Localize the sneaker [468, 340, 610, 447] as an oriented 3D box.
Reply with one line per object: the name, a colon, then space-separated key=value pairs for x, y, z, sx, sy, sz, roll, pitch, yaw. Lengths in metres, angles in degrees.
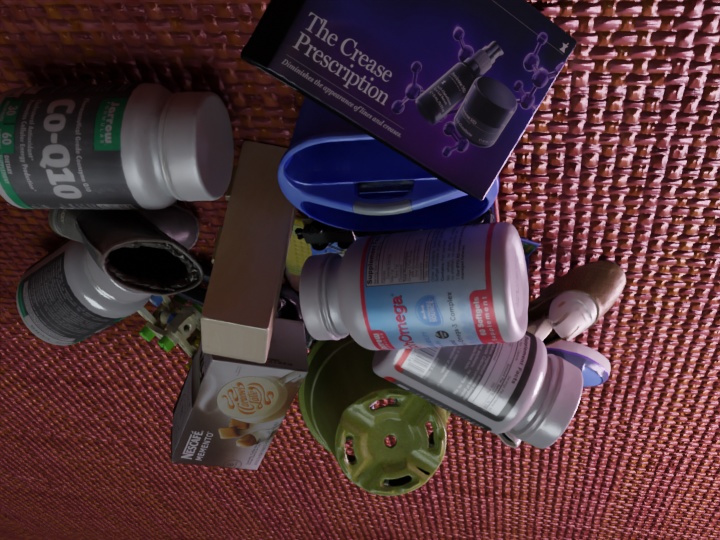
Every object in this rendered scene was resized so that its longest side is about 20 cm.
sneaker: x=0.218 y=0.161 z=1.182 sx=0.199 sy=0.147 sz=0.081 roll=15 pitch=149 yaw=-9

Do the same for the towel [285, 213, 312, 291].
towel: x=0.000 y=0.000 z=1.050 sx=0.199 sy=0.023 sz=0.144 roll=15 pitch=146 yaw=13

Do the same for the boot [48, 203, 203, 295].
boot: x=-0.205 y=-0.028 z=0.935 sx=0.181 sy=0.073 sz=0.200 roll=1 pitch=-171 yaw=-38

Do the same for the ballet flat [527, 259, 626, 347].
ballet flat: x=0.207 y=0.059 z=1.050 sx=0.200 sy=0.072 sz=0.068 roll=-31 pitch=103 yaw=34

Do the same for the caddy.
caddy: x=0.025 y=-0.094 z=0.843 sx=0.199 sy=0.105 sz=0.142 roll=-2 pitch=149 yaw=17

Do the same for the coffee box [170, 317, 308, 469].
coffee box: x=-0.148 y=0.145 z=1.112 sx=0.114 sy=0.080 sz=0.200 roll=11 pitch=132 yaw=-20

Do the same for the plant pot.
plant pot: x=0.027 y=0.169 z=1.093 sx=0.199 sy=0.201 sz=0.190 roll=13 pitch=-170 yaw=-7

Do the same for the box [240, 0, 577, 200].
box: x=0.037 y=-0.162 z=0.685 sx=0.199 sy=0.142 sz=0.079 roll=27 pitch=-175 yaw=-28

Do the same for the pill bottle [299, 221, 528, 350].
pill bottle: x=0.050 y=0.018 z=0.874 sx=0.199 sy=0.109 sz=0.109 roll=-6 pitch=147 yaw=20

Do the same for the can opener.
can opener: x=-0.157 y=0.031 z=1.131 sx=0.199 sy=0.064 sz=0.079 roll=16 pitch=179 yaw=-1

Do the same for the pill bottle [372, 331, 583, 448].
pill bottle: x=0.123 y=0.100 z=0.988 sx=0.199 sy=0.114 sz=0.114 roll=28 pitch=147 yaw=-7

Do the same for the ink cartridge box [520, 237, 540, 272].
ink cartridge box: x=0.111 y=0.016 z=1.075 sx=0.119 sy=0.042 sz=0.200 roll=15 pitch=147 yaw=-11

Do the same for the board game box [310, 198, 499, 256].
board game box: x=0.042 y=-0.044 z=0.958 sx=0.199 sy=0.019 sz=0.103 roll=-1 pitch=111 yaw=18

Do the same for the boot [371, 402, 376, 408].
boot: x=0.016 y=0.150 z=1.249 sx=0.199 sy=0.096 sz=0.073 roll=-11 pitch=174 yaw=38

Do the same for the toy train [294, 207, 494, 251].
toy train: x=0.032 y=-0.048 z=0.923 sx=0.199 sy=0.046 sz=0.034 roll=-3 pitch=137 yaw=16

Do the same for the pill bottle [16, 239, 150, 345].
pill bottle: x=-0.313 y=0.011 z=1.104 sx=0.113 sy=0.114 sz=0.200 roll=30 pitch=144 yaw=-32

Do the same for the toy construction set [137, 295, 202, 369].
toy construction set: x=-0.206 y=0.094 z=1.205 sx=0.131 sy=0.092 sz=0.200 roll=24 pitch=170 yaw=38

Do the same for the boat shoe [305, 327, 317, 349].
boat shoe: x=-0.074 y=0.075 z=1.197 sx=0.199 sy=0.063 sz=0.073 roll=15 pitch=149 yaw=-11

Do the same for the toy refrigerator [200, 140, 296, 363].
toy refrigerator: x=-0.106 y=-0.021 z=0.910 sx=0.070 sy=0.201 sz=0.076 roll=11 pitch=150 yaw=-2

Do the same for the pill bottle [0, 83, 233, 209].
pill bottle: x=-0.226 y=-0.113 z=0.859 sx=0.199 sy=0.114 sz=0.113 roll=0 pitch=149 yaw=13
